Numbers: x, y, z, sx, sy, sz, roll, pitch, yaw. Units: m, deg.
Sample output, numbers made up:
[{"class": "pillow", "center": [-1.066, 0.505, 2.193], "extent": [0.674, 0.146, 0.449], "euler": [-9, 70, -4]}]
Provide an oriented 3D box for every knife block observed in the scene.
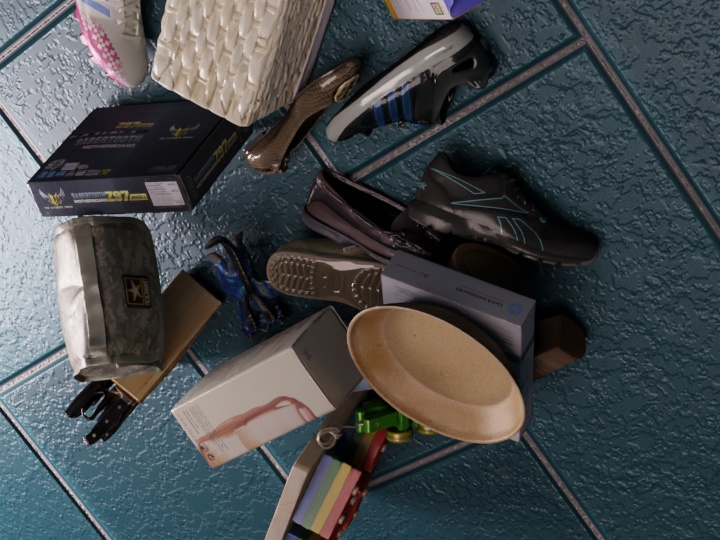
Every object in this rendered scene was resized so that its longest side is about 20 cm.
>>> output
[{"class": "knife block", "center": [-0.264, 0.112, 1.820], "extent": [0.064, 0.176, 0.200], "euler": [40, 127, -1]}]

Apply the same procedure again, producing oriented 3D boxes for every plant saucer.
[{"class": "plant saucer", "center": [0.082, 0.095, 1.557], "extent": [0.200, 0.035, 0.200], "euler": [23, 145, 17]}]

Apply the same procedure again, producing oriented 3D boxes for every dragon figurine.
[{"class": "dragon figurine", "center": [-0.127, 0.016, 1.728], "extent": [0.099, 0.059, 0.200], "euler": [52, 168, 12]}]

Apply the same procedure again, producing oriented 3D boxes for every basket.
[{"class": "basket", "center": [-0.114, -0.260, 1.559], "extent": [0.136, 0.123, 0.200], "euler": [28, 127, 10]}]

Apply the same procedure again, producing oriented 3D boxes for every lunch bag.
[{"class": "lunch bag", "center": [-0.277, 0.033, 1.705], "extent": [0.118, 0.200, 0.164], "euler": [-7, 83, -4]}]

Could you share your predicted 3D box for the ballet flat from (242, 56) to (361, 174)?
[{"class": "ballet flat", "center": [-0.056, -0.157, 1.625], "extent": [0.200, 0.067, 0.046], "euler": [-39, 83, 42]}]

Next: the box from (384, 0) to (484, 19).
[{"class": "box", "center": [0.049, -0.293, 1.433], "extent": [0.119, 0.041, 0.200], "euler": [62, 168, -16]}]

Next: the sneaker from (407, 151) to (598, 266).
[{"class": "sneaker", "center": [0.151, -0.058, 1.578], "extent": [0.200, 0.075, 0.079], "euler": [18, 94, -1]}]

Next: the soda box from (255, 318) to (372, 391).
[{"class": "soda box", "center": [-0.032, 0.101, 1.766], "extent": [0.200, 0.068, 0.064], "euler": [-11, 113, 32]}]

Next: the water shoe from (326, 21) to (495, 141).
[{"class": "water shoe", "center": [0.048, -0.169, 1.566], "extent": [0.200, 0.072, 0.079], "euler": [-33, 102, 37]}]

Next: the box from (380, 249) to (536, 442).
[{"class": "box", "center": [0.102, 0.079, 1.589], "extent": [0.156, 0.041, 0.200], "euler": [21, 146, 20]}]

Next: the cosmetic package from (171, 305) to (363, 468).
[{"class": "cosmetic package", "center": [-0.098, 0.130, 1.709], "extent": [0.200, 0.103, 0.087], "euler": [-29, 99, 37]}]

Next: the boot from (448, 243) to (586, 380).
[{"class": "boot", "center": [0.122, 0.056, 1.641], "extent": [0.200, 0.077, 0.155], "euler": [33, 141, -33]}]

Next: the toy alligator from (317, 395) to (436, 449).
[{"class": "toy alligator", "center": [0.030, 0.157, 1.724], "extent": [0.054, 0.200, 0.059], "euler": [27, 124, 58]}]

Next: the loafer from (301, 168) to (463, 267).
[{"class": "loafer", "center": [0.030, -0.049, 1.649], "extent": [0.200, 0.072, 0.063], "euler": [21, 121, 17]}]

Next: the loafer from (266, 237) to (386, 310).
[{"class": "loafer", "center": [0.000, 0.000, 1.695], "extent": [0.200, 0.068, 0.076], "euler": [14, 127, -1]}]

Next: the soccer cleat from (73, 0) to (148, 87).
[{"class": "soccer cleat", "center": [-0.263, -0.291, 1.648], "extent": [0.086, 0.070, 0.200], "euler": [-11, 112, 31]}]

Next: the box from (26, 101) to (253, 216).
[{"class": "box", "center": [-0.238, -0.123, 1.679], "extent": [0.200, 0.158, 0.051], "euler": [0, 126, 27]}]

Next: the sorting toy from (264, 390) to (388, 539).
[{"class": "sorting toy", "center": [-0.032, 0.248, 1.769], "extent": [0.070, 0.200, 0.199], "euler": [27, 126, 9]}]
